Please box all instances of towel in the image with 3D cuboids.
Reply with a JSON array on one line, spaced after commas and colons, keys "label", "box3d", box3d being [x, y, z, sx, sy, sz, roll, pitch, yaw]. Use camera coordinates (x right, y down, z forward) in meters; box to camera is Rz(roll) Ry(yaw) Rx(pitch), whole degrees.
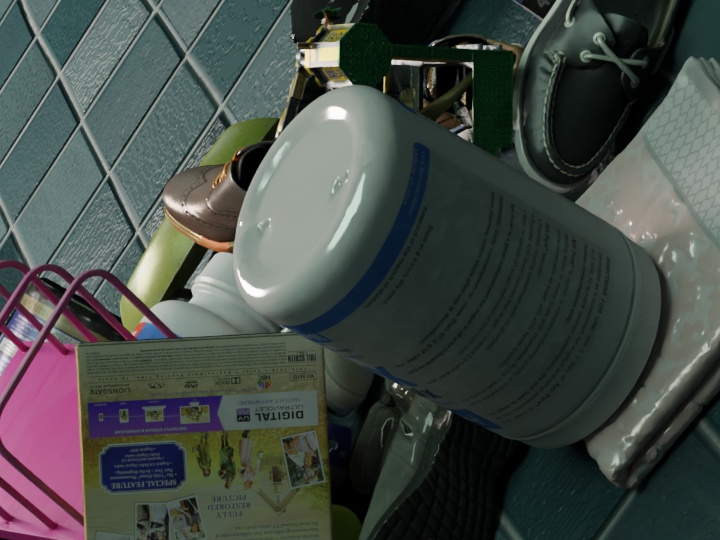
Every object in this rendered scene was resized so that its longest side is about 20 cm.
[{"label": "towel", "box3d": [0.165, -0.005, 1.271, 0.191, 0.032, 0.200, -52, 28, 17]}]

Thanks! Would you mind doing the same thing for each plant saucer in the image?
[{"label": "plant saucer", "box3d": [-0.123, -0.033, 1.684, 0.200, 0.031, 0.200, -58, 0, 0]}]

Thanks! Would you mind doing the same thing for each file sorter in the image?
[{"label": "file sorter", "box3d": [-0.216, 0.074, 1.423, 0.200, 0.125, 0.139, 2, 54, 47]}]

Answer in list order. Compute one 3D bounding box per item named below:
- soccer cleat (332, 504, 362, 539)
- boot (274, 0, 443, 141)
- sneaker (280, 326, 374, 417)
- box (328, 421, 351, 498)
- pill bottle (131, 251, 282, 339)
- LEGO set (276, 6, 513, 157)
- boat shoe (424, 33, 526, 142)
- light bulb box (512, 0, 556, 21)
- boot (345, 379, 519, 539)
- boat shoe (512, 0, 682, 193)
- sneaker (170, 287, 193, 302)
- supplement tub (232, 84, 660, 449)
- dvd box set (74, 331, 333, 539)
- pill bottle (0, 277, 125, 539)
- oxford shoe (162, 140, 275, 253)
[{"label": "soccer cleat", "box3d": [-0.062, 0.231, 1.402, 0.201, 0.065, 0.084, -64, 18, -9]}, {"label": "boot", "box3d": [-0.016, -0.168, 1.681, 0.199, 0.073, 0.162, -61, 24, 5]}, {"label": "sneaker", "box3d": [0.000, 0.000, 1.506, 0.081, 0.075, 0.201, -22, 47, 37]}, {"label": "box", "box3d": [-0.073, 0.176, 1.420, 0.201, 0.041, 0.119, -63, -17, -1]}, {"label": "pill bottle", "box3d": [-0.119, 0.091, 1.518, 0.200, 0.112, 0.112, -56, 25, -18]}, {"label": "LEGO set", "box3d": [0.009, -0.059, 1.379, 0.116, 0.153, 0.201, 4, 103, 58]}, {"label": "boat shoe", "box3d": [0.072, -0.118, 1.486, 0.200, 0.072, 0.072, -7, 59, 57]}, {"label": "light bulb box", "box3d": [0.120, -0.288, 1.505, 0.199, 0.125, 0.200, -53, 29, 13]}, {"label": "boot", "box3d": [0.027, 0.130, 1.358, 0.201, 0.068, 0.131, -63, 20, -15]}, {"label": "boat shoe", "box3d": [0.148, -0.141, 1.378, 0.060, 0.075, 0.201, -20, 49, 59]}, {"label": "sneaker", "box3d": [-0.122, 0.096, 1.605, 0.118, 0.074, 0.201, -51, 26, 31]}, {"label": "supplement tub", "box3d": [0.045, 0.000, 1.218, 0.132, 0.200, 0.132, -39, 36, 35]}, {"label": "dvd box set", "box3d": [-0.088, 0.138, 1.335, 0.029, 0.146, 0.201, 172, 94, -81]}, {"label": "pill bottle", "box3d": [-0.245, 0.117, 1.757, 0.201, 0.112, 0.112, -62, 28, -3]}, {"label": "oxford shoe", "box3d": [-0.068, -0.057, 1.514, 0.200, 0.073, 0.071, 3, 53, 45]}]
